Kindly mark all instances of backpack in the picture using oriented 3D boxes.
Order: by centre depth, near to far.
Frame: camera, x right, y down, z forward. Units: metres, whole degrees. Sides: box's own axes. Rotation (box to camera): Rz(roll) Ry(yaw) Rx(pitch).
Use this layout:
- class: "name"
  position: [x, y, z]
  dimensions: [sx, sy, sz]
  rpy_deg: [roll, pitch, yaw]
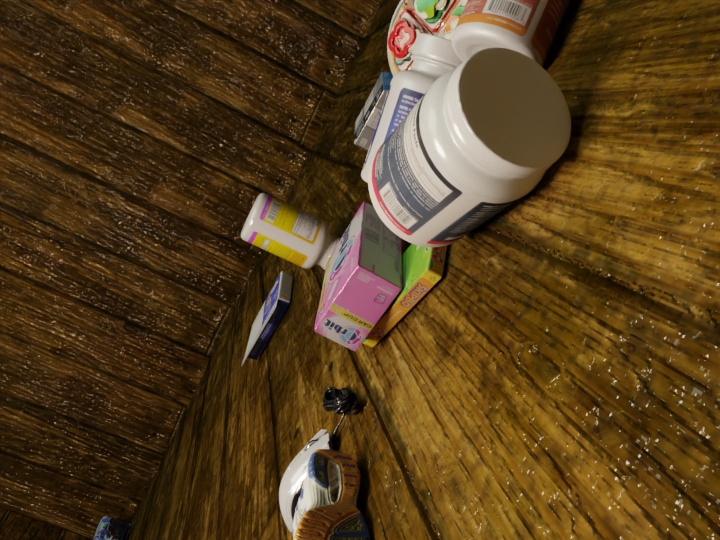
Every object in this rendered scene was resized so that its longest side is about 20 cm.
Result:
- class: "backpack"
  position: [-1.071, 1.173, 2.928]
  dimensions: [0.183, 0.134, 0.201]
  rpy_deg: [-55, 19, 39]

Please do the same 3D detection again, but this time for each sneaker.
- class: "sneaker"
  position: [-0.036, 0.278, 0.719]
  dimensions: [0.200, 0.075, 0.089]
  rpy_deg: [-81, 8, -68]

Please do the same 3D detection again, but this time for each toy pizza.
- class: "toy pizza"
  position: [0.114, -0.365, 1.083]
  dimensions: [0.200, 0.032, 0.201]
  rpy_deg: [5, 97, 41]

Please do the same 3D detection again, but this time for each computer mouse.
- class: "computer mouse"
  position: [-0.064, 0.246, 0.912]
  dimensions: [0.201, 0.044, 0.110]
  rpy_deg: [-65, 14, -2]

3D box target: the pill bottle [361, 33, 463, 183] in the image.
- class: "pill bottle"
  position: [0.085, -0.198, 0.912]
  dimensions: [0.120, 0.119, 0.201]
  rpy_deg: [-113, 41, -72]

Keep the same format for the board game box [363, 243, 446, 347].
- class: "board game box"
  position: [0.052, 0.022, 0.905]
  dimensions: [0.200, 0.030, 0.096]
  rpy_deg: [-47, 21, 46]

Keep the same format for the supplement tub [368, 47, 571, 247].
- class: "supplement tub"
  position: [0.104, -0.118, 0.710]
  dimensions: [0.200, 0.140, 0.141]
  rpy_deg: [-39, 29, 61]

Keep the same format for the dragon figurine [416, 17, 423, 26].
- class: "dragon figurine"
  position: [0.132, -0.409, 1.129]
  dimensions: [0.059, 0.200, 0.099]
  rpy_deg: [-38, -6, 30]

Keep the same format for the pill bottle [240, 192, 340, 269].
- class: "pill bottle"
  position: [-0.134, -0.070, 1.406]
  dimensions: [0.104, 0.199, 0.104]
  rpy_deg: [-58, 14, 24]

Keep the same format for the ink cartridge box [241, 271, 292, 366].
- class: "ink cartridge box"
  position: [-0.237, 0.129, 1.793]
  dimensions: [0.198, 0.047, 0.200]
  rpy_deg: [-58, 17, 22]

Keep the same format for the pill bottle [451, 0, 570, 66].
- class: "pill bottle"
  position: [0.194, -0.334, 0.813]
  dimensions: [0.201, 0.112, 0.112]
  rpy_deg: [-66, 13, -6]

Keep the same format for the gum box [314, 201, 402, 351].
- class: "gum box"
  position: [0.000, 0.000, 0.948]
  dimensions: [0.114, 0.066, 0.200]
  rpy_deg: [-56, 14, 27]

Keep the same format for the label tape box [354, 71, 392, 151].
- class: "label tape box"
  position: [0.058, -0.370, 1.504]
  dimensions: [0.200, 0.063, 0.144]
  rpy_deg: [-58, 15, 27]
